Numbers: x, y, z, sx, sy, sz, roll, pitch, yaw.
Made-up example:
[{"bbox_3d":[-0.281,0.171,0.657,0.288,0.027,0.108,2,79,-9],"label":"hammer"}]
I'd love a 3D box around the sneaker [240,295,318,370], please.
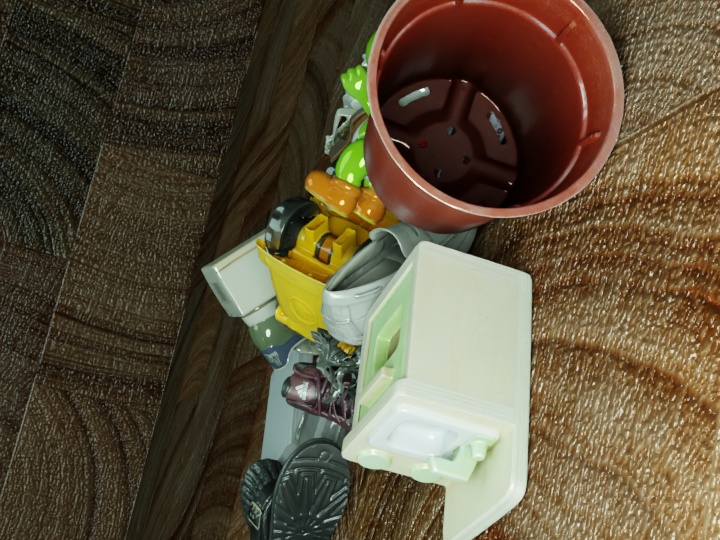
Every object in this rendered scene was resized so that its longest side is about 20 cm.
[{"bbox_3d":[-0.069,0.064,1.538,0.067,0.090,0.200,-24,1,37],"label":"sneaker"}]

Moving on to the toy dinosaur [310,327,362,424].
[{"bbox_3d":[0.034,0.079,1.135,0.135,0.103,0.201,-18,28,21],"label":"toy dinosaur"}]

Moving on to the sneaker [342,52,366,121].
[{"bbox_3d":[0.009,-0.219,1.622,0.201,0.080,0.071,118,160,-45],"label":"sneaker"}]

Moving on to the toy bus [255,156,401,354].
[{"bbox_3d":[0.000,0.000,1.295,0.200,0.135,0.193,-43,-35,-33],"label":"toy bus"}]

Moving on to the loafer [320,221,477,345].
[{"bbox_3d":[0.039,-0.014,1.128,0.200,0.070,0.070,-45,-43,-29],"label":"loafer"}]

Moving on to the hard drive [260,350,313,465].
[{"bbox_3d":[-0.095,0.182,1.570,0.201,0.026,0.132,-87,19,-45],"label":"hard drive"}]

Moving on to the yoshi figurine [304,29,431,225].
[{"bbox_3d":[0.021,-0.153,1.170,0.201,0.111,0.112,-58,15,11],"label":"yoshi figurine"}]

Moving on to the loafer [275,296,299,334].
[{"bbox_3d":[-0.037,-0.023,1.389,0.200,0.076,0.067,-51,32,5],"label":"loafer"}]

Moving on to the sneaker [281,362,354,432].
[{"bbox_3d":[-0.023,0.143,1.253,0.200,0.115,0.076,-162,89,-76],"label":"sneaker"}]

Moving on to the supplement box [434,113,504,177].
[{"bbox_3d":[0.085,-0.164,1.246,0.200,0.060,0.110,-124,51,-61],"label":"supplement box"}]

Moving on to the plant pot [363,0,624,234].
[{"bbox_3d":[0.088,-0.122,1.004,0.195,0.199,0.203,133,152,-77],"label":"plant pot"}]

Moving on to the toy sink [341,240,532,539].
[{"bbox_3d":[0.059,0.101,0.986,0.131,0.111,0.201,125,157,-53],"label":"toy sink"}]

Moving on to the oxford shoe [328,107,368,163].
[{"bbox_3d":[0.018,-0.145,1.452,0.200,0.071,0.072,129,132,-65],"label":"oxford shoe"}]

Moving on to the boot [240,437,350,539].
[{"bbox_3d":[-0.080,0.249,1.371,0.158,0.079,0.213,-118,41,-61],"label":"boot"}]

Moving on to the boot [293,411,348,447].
[{"bbox_3d":[-0.031,0.114,1.445,0.182,0.072,0.202,-132,53,-76],"label":"boot"}]

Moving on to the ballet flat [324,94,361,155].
[{"bbox_3d":[0.005,-0.196,1.529,0.200,0.071,0.072,126,157,-51],"label":"ballet flat"}]

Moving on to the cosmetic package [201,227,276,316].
[{"bbox_3d":[-0.087,-0.026,1.478,0.199,0.073,0.103,-34,7,-15],"label":"cosmetic package"}]
